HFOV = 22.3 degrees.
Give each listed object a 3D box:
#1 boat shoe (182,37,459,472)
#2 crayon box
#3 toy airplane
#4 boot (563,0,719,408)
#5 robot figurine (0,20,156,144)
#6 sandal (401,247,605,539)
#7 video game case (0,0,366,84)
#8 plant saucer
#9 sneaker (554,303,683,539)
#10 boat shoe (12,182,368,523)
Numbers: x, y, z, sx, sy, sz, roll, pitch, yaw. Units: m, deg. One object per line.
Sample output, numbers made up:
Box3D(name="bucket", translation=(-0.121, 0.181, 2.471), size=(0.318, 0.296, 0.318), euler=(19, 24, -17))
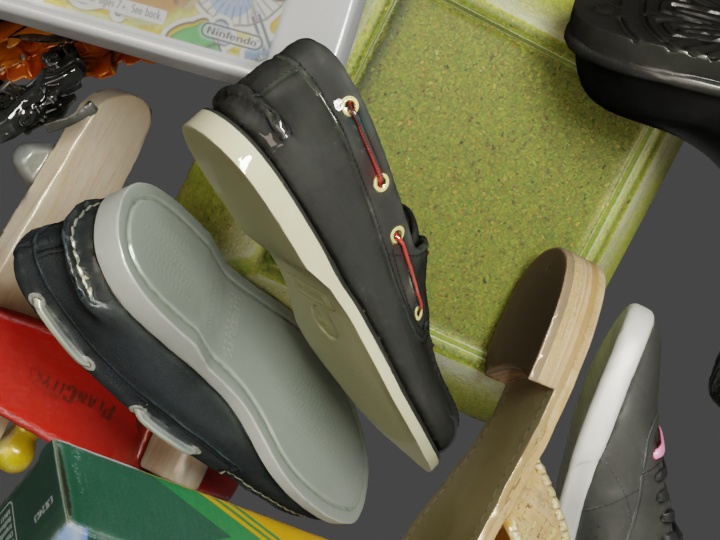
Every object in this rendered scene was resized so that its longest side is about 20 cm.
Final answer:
Box3D(name="boat shoe", translation=(0.002, 0.001, 0.714), size=(0.063, 0.073, 0.202), euler=(-40, 130, -16))
Box3D(name="crayon box", translation=(-0.079, 0.160, 0.793), size=(0.199, 0.052, 0.126), euler=(25, 118, -34))
Box3D(name="toy airplane", translation=(-0.159, 0.040, 0.820), size=(0.199, 0.141, 0.201), euler=(-22, 107, -21))
Box3D(name="boot", translation=(0.164, -0.017, 0.752), size=(0.209, 0.080, 0.159), euler=(17, 115, -6))
Box3D(name="robot figurine", translation=(-0.127, -0.130, 0.808), size=(0.198, 0.146, 0.058), euler=(-22, 136, 4))
Box3D(name="sandal", translation=(0.069, 0.101, 0.756), size=(0.069, 0.078, 0.213), euler=(24, 88, -16))
Box3D(name="video game case", translation=(-0.079, -0.177, 0.739), size=(0.198, 0.023, 0.184), euler=(16, 81, 9))
Box3D(name="plant saucer", translation=(0.040, -0.042, 0.781), size=(0.198, 0.048, 0.201), euler=(24, 101, -18))
Box3D(name="sneaker", translation=(0.133, 0.117, 0.813), size=(0.098, 0.071, 0.202), euler=(12, 104, 7))
Box3D(name="boat shoe", translation=(-0.064, 0.040, 0.753), size=(0.060, 0.076, 0.200), euler=(-15, 130, 27))
